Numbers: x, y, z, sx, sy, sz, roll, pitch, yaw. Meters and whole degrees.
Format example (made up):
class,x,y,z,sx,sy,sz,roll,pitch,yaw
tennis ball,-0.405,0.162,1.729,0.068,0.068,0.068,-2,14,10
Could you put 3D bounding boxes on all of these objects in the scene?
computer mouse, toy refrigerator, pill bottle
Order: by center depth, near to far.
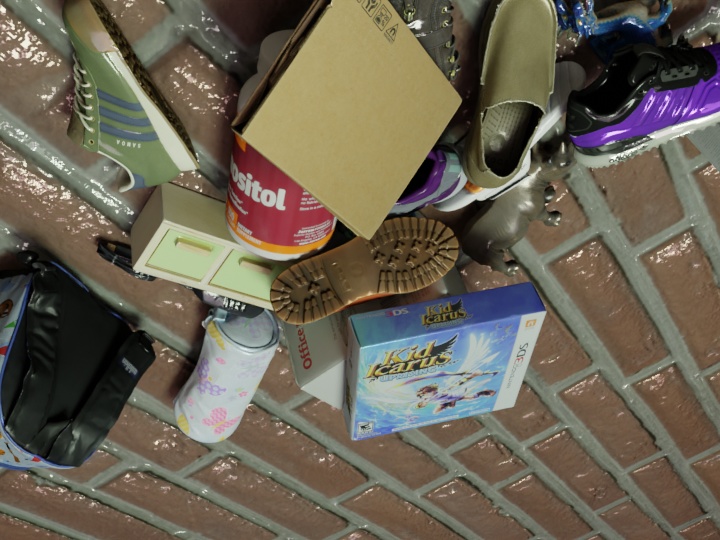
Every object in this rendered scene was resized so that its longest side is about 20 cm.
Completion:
class,x,y,z,sx,sy,sz,roll,pitch,yaw
pill bottle,-0.064,-0.116,0.772,0.113,0.113,0.200,-1,134,-17
toy refrigerator,-0.137,-0.017,0.882,0.200,0.070,0.076,20,126,-33
computer mouse,-0.191,0.004,0.905,0.200,0.059,0.034,23,103,-30

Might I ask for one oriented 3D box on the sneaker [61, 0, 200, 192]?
class,x,y,z,sx,sy,sz,roll,pitch,yaw
sneaker,-0.223,-0.142,0.723,0.090,0.067,0.200,-26,140,1

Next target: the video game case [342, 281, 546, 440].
class,x,y,z,sx,sy,sz,roll,pitch,yaw
video game case,0.084,0.102,0.883,0.199,0.046,0.182,-10,139,-12

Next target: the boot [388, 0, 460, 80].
class,x,y,z,sx,sy,sz,roll,pitch,yaw
boot,0.070,-0.242,0.727,0.199,0.069,0.174,-12,140,4

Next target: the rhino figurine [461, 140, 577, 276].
class,x,y,z,sx,sy,sz,roll,pitch,yaw
rhino figurine,0.186,-0.079,0.930,0.087,0.060,0.200,10,129,-31

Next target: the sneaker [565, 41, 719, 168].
class,x,y,z,sx,sy,sz,roll,pitch,yaw
sneaker,0.283,-0.176,0.764,0.200,0.070,0.100,-27,134,10

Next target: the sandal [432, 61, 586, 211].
class,x,y,z,sx,sy,sz,roll,pitch,yaw
sandal,0.162,-0.126,0.859,0.207,0.079,0.059,-41,132,20

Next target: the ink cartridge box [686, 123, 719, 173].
class,x,y,z,sx,sy,sz,roll,pitch,yaw
ink cartridge box,0.470,-0.093,0.903,0.199,0.200,0.041,12,130,-29

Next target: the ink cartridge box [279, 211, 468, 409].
class,x,y,z,sx,sy,sz,roll,pitch,yaw
ink cartridge box,0.015,0.042,0.935,0.200,0.145,0.084,-34,137,17

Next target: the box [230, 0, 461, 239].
class,x,y,z,sx,sy,sz,roll,pitch,yaw
box,-0.002,-0.134,0.700,0.164,0.021,0.200,-56,142,-2

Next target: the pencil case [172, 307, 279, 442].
class,x,y,z,sx,sy,sz,roll,pitch,yaw
pencil case,-0.168,0.127,1.011,0.091,0.083,0.200,10,131,-21

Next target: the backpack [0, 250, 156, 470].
class,x,y,z,sx,sy,sz,roll,pitch,yaw
backpack,-0.340,0.110,0.860,0.154,0.191,0.200,-16,140,23

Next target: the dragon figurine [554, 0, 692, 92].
class,x,y,z,sx,sy,sz,roll,pitch,yaw
dragon figurine,0.265,-0.216,0.812,0.099,0.059,0.200,-33,135,17

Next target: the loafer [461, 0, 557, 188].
class,x,y,z,sx,sy,sz,roll,pitch,yaw
loafer,0.146,-0.171,0.768,0.076,0.067,0.201,4,106,-11

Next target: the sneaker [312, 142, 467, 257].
class,x,y,z,sx,sy,sz,roll,pitch,yaw
sneaker,0.011,-0.074,0.842,0.200,0.075,0.087,-32,168,21

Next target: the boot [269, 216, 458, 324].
class,x,y,z,sx,sy,sz,roll,pitch,yaw
boot,0.000,0.000,0.850,0.200,0.075,0.107,-18,177,-9
